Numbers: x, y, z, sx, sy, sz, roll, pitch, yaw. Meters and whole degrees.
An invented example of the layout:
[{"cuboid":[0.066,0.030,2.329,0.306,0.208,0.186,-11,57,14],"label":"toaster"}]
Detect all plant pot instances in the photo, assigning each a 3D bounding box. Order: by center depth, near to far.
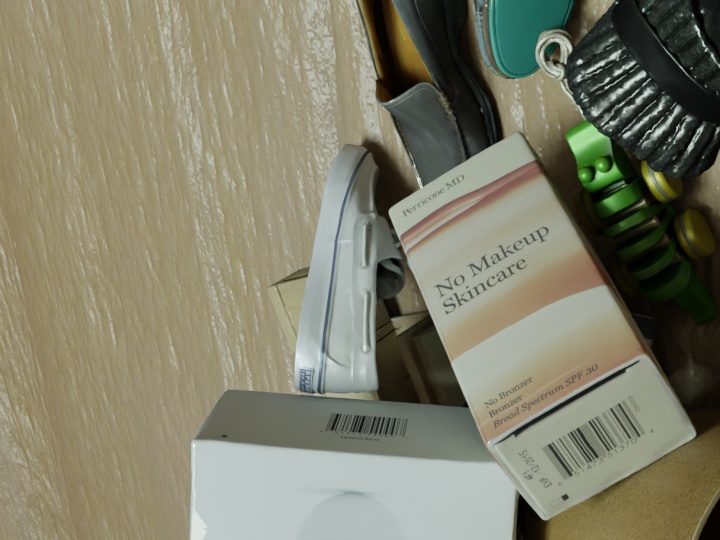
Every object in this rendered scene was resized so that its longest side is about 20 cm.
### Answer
[{"cuboid":[0.187,0.159,0.875,0.199,0.185,0.189,14,119,57],"label":"plant pot"}]

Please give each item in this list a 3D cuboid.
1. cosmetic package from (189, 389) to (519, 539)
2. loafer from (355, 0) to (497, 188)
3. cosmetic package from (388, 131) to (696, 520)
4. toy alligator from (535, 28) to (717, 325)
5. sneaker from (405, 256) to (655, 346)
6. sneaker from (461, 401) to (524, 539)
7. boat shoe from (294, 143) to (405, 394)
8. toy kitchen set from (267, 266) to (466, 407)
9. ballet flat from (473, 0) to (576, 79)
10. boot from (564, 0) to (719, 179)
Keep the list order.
[{"cuboid":[-0.003,0.193,0.932,0.197,0.123,0.203,4,100,5],"label":"cosmetic package"},{"cuboid":[0.036,-0.118,0.969,0.072,0.072,0.202,-4,106,47],"label":"loafer"},{"cuboid":[0.099,0.026,0.848,0.087,0.103,0.201,51,-169,-41],"label":"cosmetic package"},{"cuboid":[0.151,-0.048,0.868,0.059,0.054,0.201,-28,97,30],"label":"toy alligator"},{"cuboid":[0.114,0.015,0.965,0.199,0.073,0.071,34,103,36],"label":"sneaker"},{"cuboid":[0.086,0.130,0.999,0.071,0.082,0.202,-139,36,-77],"label":"sneaker"},{"cuboid":[0.000,0.000,1.019,0.064,0.202,0.074,6,148,5],"label":"boat shoe"},{"cuboid":[-0.012,0.111,1.049,0.162,0.180,0.202,-13,103,48],"label":"toy kitchen set"},{"cuboid":[0.098,-0.216,0.872,0.074,0.074,0.202,31,127,34],"label":"ballet flat"},{"cuboid":[0.212,-0.098,0.778,0.212,0.079,0.159,55,133,29],"label":"boot"}]
